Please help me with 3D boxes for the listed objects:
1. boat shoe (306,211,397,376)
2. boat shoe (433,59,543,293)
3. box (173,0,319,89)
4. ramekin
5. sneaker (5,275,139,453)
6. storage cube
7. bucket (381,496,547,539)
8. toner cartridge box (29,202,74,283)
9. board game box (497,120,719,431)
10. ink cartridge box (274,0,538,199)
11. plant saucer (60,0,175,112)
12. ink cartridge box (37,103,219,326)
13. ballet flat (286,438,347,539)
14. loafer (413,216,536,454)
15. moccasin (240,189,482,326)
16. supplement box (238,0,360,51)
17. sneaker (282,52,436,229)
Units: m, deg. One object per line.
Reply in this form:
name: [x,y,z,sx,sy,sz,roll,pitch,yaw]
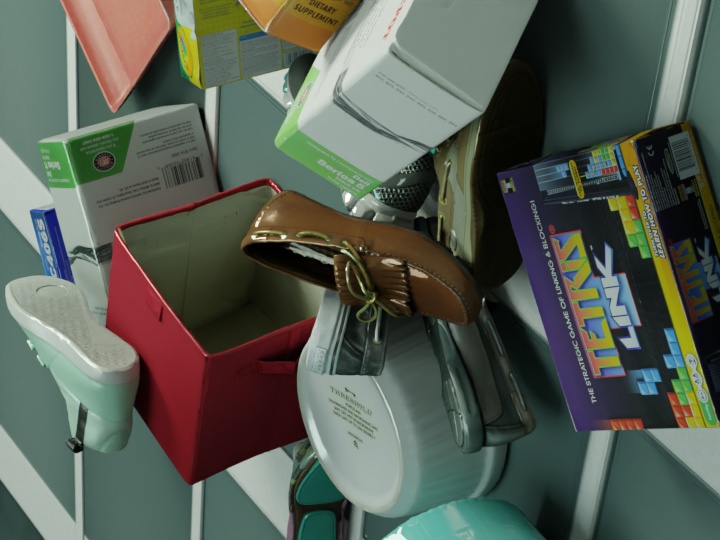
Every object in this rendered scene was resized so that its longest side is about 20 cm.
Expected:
boat shoe: [0.008,0.016,1.555,0.072,0.071,0.200,106,179,-47]
boat shoe: [0.086,-0.076,1.425,0.066,0.074,0.200,38,138,36]
box: [-0.099,-0.260,1.580,0.048,0.117,0.200,37,137,51]
ramekin: [0.027,0.116,1.619,0.202,0.094,0.203,37,138,44]
sneaker: [-0.275,0.091,1.786,0.200,0.074,0.118,40,133,43]
storage cube: [-0.118,0.056,1.749,0.200,0.171,0.180,50,145,32]
bucket: [0.090,0.288,1.517,0.135,0.207,0.207,-125,31,-43]
toner cartridge box: [-0.286,0.018,2.087,0.043,0.095,0.200,10,115,58]
board game box: [0.186,0.009,1.327,0.165,0.057,0.200,-12,96,59]
ink cartridge box: [0.036,-0.155,1.373,0.084,0.146,0.200,33,154,-14]
plant saucer: [-0.241,-0.285,1.888,0.200,0.037,0.200,64,150,10]
ink cartridge box: [-0.212,-0.048,1.869,0.083,0.146,0.200,5,111,60]
ballet flat: [-0.041,0.206,1.829,0.200,0.069,0.071,101,158,-43]
loafer: [0.087,0.048,1.516,0.072,0.063,0.200,102,158,-65]
moccasin: [0.000,-0.001,1.467,0.201,0.078,0.074,24,144,21]
supplement box: [-0.005,-0.256,1.379,0.200,0.066,0.069,-51,55,20]
sneaker: [0.009,-0.119,1.549,0.091,0.078,0.200,-54,51,27]
